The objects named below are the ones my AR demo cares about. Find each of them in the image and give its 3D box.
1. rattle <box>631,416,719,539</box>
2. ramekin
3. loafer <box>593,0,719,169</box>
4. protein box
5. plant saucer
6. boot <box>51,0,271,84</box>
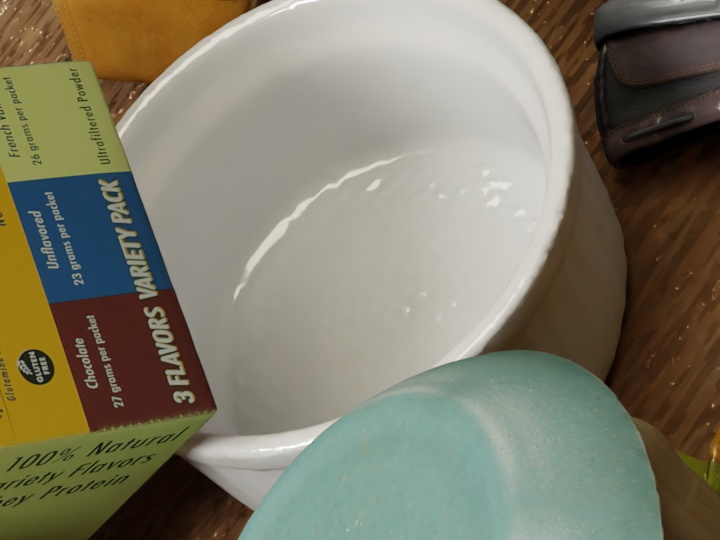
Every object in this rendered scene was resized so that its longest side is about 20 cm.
[{"bbox_3d":[0.056,0.090,0.861,0.200,0.130,0.143,-33,31,42],"label":"rattle"},{"bbox_3d":[0.000,0.000,0.932,0.200,0.098,0.201,-14,53,20],"label":"ramekin"},{"bbox_3d":[0.173,-0.069,0.913,0.200,0.072,0.063,-1,78,35],"label":"loafer"},{"bbox_3d":[-0.192,0.043,0.860,0.200,0.198,0.135,-44,61,49],"label":"protein box"},{"bbox_3d":[0.005,0.110,0.749,0.200,0.036,0.200,-35,41,37],"label":"plant saucer"},{"bbox_3d":[-0.069,-0.165,1.035,0.144,0.202,0.071,8,24,23],"label":"boot"}]
